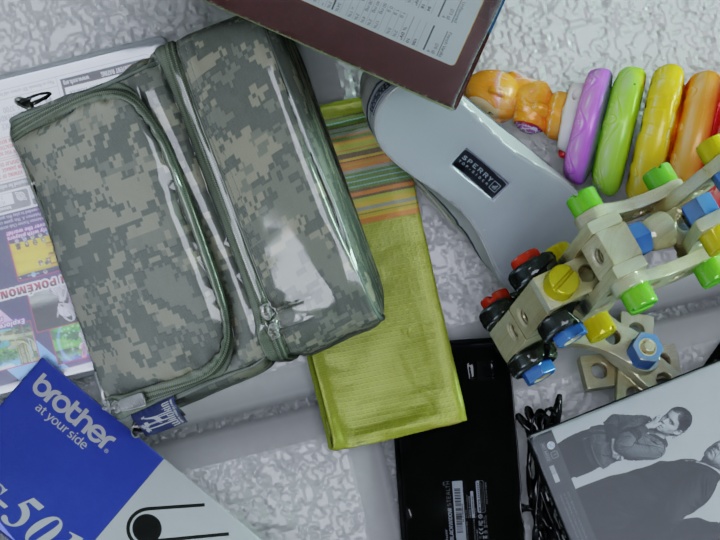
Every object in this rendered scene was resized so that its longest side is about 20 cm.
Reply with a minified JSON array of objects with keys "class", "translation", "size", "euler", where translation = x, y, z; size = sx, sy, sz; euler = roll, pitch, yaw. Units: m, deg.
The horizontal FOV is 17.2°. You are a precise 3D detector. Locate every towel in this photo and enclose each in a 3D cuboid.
[{"class":"towel","translation":[0.000,0.000,1.397],"size":[0.086,0.018,0.201],"euler":[-13,87,3]}]

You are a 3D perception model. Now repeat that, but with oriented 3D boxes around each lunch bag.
[{"class":"lunch bag","translation":[-0.091,-0.026,1.324],"size":[0.167,0.139,0.201],"euler":[-20,91,4]}]

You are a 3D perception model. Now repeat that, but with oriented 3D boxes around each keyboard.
[{"class":"keyboard","translation":[0.076,0.140,1.415],"size":[0.104,0.040,0.201],"euler":[-4,91,17]}]

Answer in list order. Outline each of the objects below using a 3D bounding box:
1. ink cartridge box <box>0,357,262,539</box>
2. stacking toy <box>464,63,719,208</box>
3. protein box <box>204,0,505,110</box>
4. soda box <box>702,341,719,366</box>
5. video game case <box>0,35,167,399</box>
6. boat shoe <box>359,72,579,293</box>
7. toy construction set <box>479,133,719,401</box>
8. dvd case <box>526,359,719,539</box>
[{"class":"ink cartridge box","translation":[-0.134,0.150,1.335],"size":[0.200,0.044,0.094],"euler":[39,68,2]},{"class":"stacking toy","translation":[0.155,-0.082,1.393],"size":[0.199,0.116,0.110],"euler":[14,85,6]},{"class":"protein box","translation":[-0.011,-0.208,1.305],"size":[0.199,0.199,0.135],"euler":[24,106,-5]},{"class":"soda box","translation":[0.228,0.083,1.404],"size":[0.063,0.071,0.200],"euler":[36,86,-5]},{"class":"video game case","translation":[-0.187,-0.025,1.388],"size":[0.199,0.023,0.183],"euler":[-14,91,-7]},{"class":"boat shoe","translation":[0.070,-0.052,1.389],"size":[0.071,0.070,0.200],"euler":[-46,119,8]},{"class":"toy construction set","translation":[0.144,0.010,1.345],"size":[0.131,0.200,0.092],"euler":[-25,61,-21]},{"class":"dvd case","translation":[0.213,0.127,1.344],"size":[0.199,0.025,0.151],"euler":[-21,80,-3]}]
